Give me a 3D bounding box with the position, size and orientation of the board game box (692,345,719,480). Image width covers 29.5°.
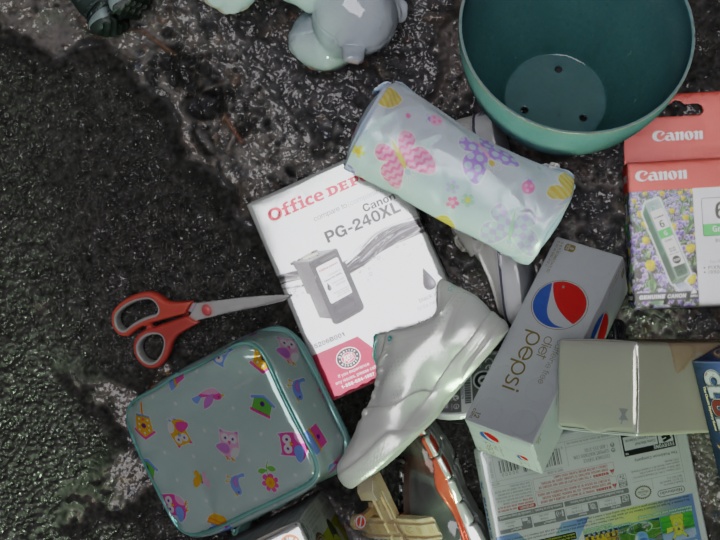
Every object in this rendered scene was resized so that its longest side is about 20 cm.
[{"bbox_3d":[0.372,0.105,1.174,0.200,0.035,0.136,-24,103,-35],"label":"board game box"}]

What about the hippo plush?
[{"bbox_3d":[-0.028,-0.274,1.253,0.161,0.200,0.159,42,56,-15],"label":"hippo plush"}]

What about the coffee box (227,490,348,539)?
[{"bbox_3d":[-0.084,0.338,1.210,0.200,0.200,0.198,-28,87,4],"label":"coffee box"}]

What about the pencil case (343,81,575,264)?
[{"bbox_3d":[0.086,-0.085,1.185,0.200,0.083,0.091,27,103,1],"label":"pencil case"}]

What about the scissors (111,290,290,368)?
[{"bbox_3d":[-0.155,0.033,1.278,0.200,0.014,0.073,-27,90,33],"label":"scissors"}]

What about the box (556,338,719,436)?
[{"bbox_3d":[0.271,0.098,1.177,0.200,0.095,0.078,3,88,-38],"label":"box"}]

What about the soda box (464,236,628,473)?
[{"bbox_3d":[0.168,0.073,1.213,0.068,0.064,0.200,18,66,25],"label":"soda box"}]

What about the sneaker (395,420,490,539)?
[{"bbox_3d":[0.057,0.209,1.263,0.082,0.077,0.200,-27,85,11],"label":"sneaker"}]

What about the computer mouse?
[{"bbox_3d":[0.150,0.105,1.262,0.200,0.044,0.110,-6,58,12],"label":"computer mouse"}]

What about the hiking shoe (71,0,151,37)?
[{"bbox_3d":[-0.206,-0.319,1.303,0.200,0.074,0.087,-44,85,4],"label":"hiking shoe"}]

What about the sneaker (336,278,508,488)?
[{"bbox_3d":[0.035,0.097,1.196,0.088,0.075,0.200,41,91,7],"label":"sneaker"}]

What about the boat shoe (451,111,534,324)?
[{"bbox_3d":[0.114,-0.045,1.265,0.066,0.072,0.200,-12,92,20],"label":"boat shoe"}]

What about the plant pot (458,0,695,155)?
[{"bbox_3d":[0.183,-0.182,1.216,0.200,0.135,0.200,0,70,0],"label":"plant pot"}]

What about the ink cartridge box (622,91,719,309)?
[{"bbox_3d":[0.297,-0.066,1.253,0.109,0.050,0.200,-3,89,6],"label":"ink cartridge box"}]

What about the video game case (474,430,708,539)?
[{"bbox_3d":[0.215,0.232,1.243,0.200,0.022,0.183,-10,87,-11],"label":"video game case"}]

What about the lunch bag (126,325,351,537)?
[{"bbox_3d":[-0.112,0.152,1.250,0.200,0.077,0.161,-29,89,34],"label":"lunch bag"}]

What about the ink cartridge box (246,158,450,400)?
[{"bbox_3d":[0.000,0.000,1.267,0.145,0.083,0.200,-24,87,5],"label":"ink cartridge box"}]

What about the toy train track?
[{"bbox_3d":[0.041,0.278,1.255,0.033,0.115,0.200,-34,104,-36],"label":"toy train track"}]
